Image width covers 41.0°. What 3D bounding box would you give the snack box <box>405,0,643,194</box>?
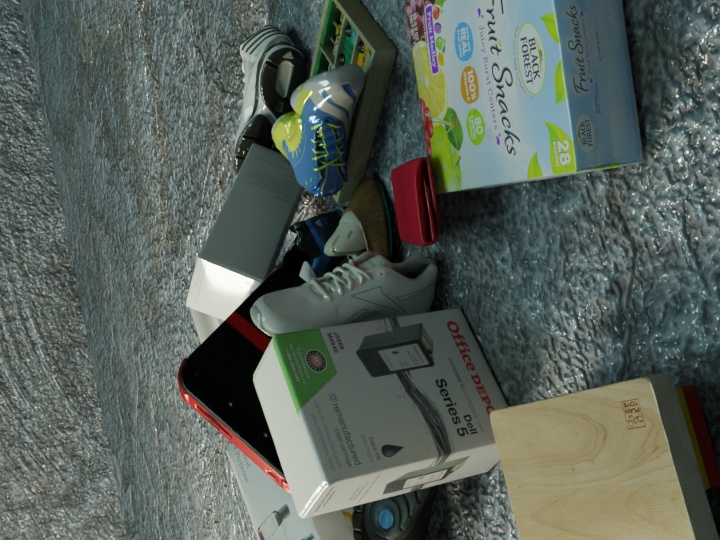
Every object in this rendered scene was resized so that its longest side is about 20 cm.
[{"bbox_3d":[0.117,-0.151,0.741,0.200,0.068,0.169,-3,97,64],"label":"snack box"}]

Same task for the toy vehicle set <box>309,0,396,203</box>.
[{"bbox_3d":[-0.019,-0.191,1.062,0.124,0.026,0.200,59,147,38],"label":"toy vehicle set"}]

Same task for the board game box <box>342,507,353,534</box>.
[{"bbox_3d":[0.000,0.316,1.059,0.105,0.103,0.200,-19,-79,-81],"label":"board game box"}]

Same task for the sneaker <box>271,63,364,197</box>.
[{"bbox_3d":[-0.030,-0.139,1.003,0.105,0.076,0.200,67,161,2],"label":"sneaker"}]

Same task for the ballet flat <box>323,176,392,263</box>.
[{"bbox_3d":[0.000,0.000,1.031,0.068,0.072,0.200,-6,93,65],"label":"ballet flat"}]

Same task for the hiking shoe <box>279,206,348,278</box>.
[{"bbox_3d":[-0.061,0.005,1.143,0.074,0.087,0.200,59,147,39],"label":"hiking shoe"}]

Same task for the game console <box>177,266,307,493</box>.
[{"bbox_3d":[-0.068,0.110,0.978,0.200,0.177,0.031,37,158,20],"label":"game console"}]

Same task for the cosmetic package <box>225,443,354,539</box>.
[{"bbox_3d":[-0.069,0.241,0.972,0.083,0.051,0.200,-48,50,24],"label":"cosmetic package"}]

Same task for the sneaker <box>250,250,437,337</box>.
[{"bbox_3d":[-0.012,0.019,0.921,0.070,0.200,0.080,51,136,40],"label":"sneaker"}]

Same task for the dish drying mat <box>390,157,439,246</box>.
[{"bbox_3d":[0.049,-0.062,0.891,0.200,0.018,0.077,-135,35,-86],"label":"dish drying mat"}]

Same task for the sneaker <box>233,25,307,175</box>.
[{"bbox_3d":[-0.123,-0.220,1.239,0.115,0.076,0.201,-113,35,-46],"label":"sneaker"}]

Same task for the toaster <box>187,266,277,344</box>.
[{"bbox_3d":[-0.166,0.067,1.359,0.200,0.114,0.129,-30,75,61],"label":"toaster"}]

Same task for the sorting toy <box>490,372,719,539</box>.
[{"bbox_3d":[0.194,0.180,0.687,0.200,0.070,0.199,-32,70,62],"label":"sorting toy"}]

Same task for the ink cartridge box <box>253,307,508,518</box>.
[{"bbox_3d":[0.023,0.124,0.877,0.146,0.200,0.084,66,149,28],"label":"ink cartridge box"}]

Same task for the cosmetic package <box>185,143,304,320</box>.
[{"bbox_3d":[-0.134,-0.044,1.175,0.108,0.085,0.200,116,175,-49],"label":"cosmetic package"}]

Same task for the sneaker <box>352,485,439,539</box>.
[{"bbox_3d":[0.034,0.262,0.955,0.073,0.082,0.200,40,112,45],"label":"sneaker"}]

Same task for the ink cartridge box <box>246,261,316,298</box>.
[{"bbox_3d":[-0.089,0.090,1.094,0.117,0.067,0.200,59,147,20],"label":"ink cartridge box"}]
